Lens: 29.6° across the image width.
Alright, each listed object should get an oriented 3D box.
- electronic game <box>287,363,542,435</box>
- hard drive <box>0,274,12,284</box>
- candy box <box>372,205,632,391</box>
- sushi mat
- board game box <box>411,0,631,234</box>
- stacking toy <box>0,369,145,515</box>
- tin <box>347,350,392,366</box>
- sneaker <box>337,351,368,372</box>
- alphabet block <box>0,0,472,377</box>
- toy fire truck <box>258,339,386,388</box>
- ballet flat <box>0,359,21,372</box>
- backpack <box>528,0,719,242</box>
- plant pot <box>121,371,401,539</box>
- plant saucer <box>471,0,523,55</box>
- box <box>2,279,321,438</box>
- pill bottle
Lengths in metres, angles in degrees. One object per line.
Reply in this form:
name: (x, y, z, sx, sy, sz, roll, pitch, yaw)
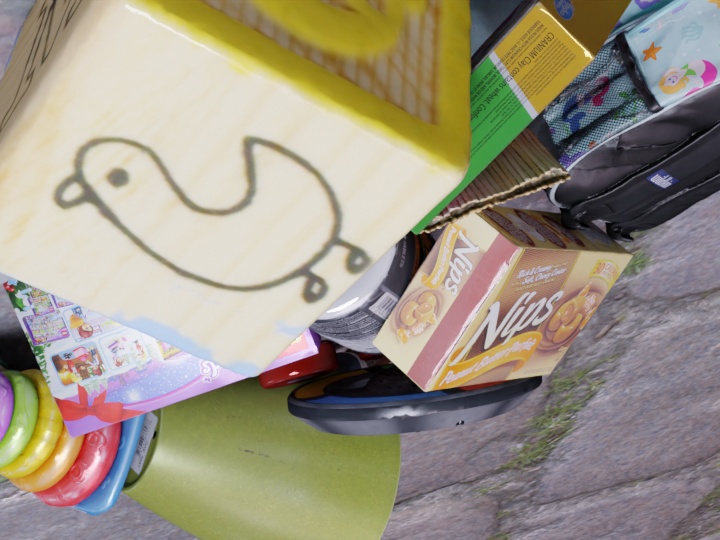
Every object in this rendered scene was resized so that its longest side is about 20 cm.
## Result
electronic game: (0.042, 0.092, 1.062, 0.199, 0.042, 0.200, -7, -177, 0)
hard drive: (-0.203, -0.040, 0.890, 0.200, 0.026, 0.132, -29, 169, -21)
candy box: (0.104, 0.018, 0.944, 0.200, 0.055, 0.116, 2, 124, -58)
sushi mat: (0.063, -0.073, 0.861, 0.095, 0.200, 0.012, -22, 111, 2)
board game box: (0.094, -0.123, 0.778, 0.153, 0.040, 0.200, -45, -175, 39)
stacking toy: (-0.273, 0.113, 1.043, 0.116, 0.110, 0.200, 9, 168, 42)
tin: (0.046, 0.089, 1.353, 0.112, 0.042, 0.200, 15, 138, -40)
sneaker: (-0.102, 0.125, 1.282, 0.202, 0.077, 0.146, -27, 154, 18)
alphabet block: (-0.074, -0.096, 0.718, 0.195, 0.197, 0.200, 24, 134, -23)
toy fire truck: (-0.027, 0.033, 1.146, 0.199, 0.112, 0.168, -15, 171, -5)
ballet flat: (-0.305, 0.104, 1.127, 0.067, 0.062, 0.200, 8, 160, 28)
backpack: (0.224, -0.127, 0.944, 0.200, 0.151, 0.177, -27, 157, 32)
plant pot: (-0.100, 0.156, 1.145, 0.200, 0.187, 0.187, 18, 137, -31)
plant saucer: (0.024, -0.162, 0.881, 0.200, 0.039, 0.201, -14, 152, -7)
box: (-0.145, 0.026, 0.995, 0.200, 0.137, 0.039, -19, -167, 6)
pill bottle: (0.000, 0.000, 0.949, 0.106, 0.106, 0.200, -24, 163, 10)
